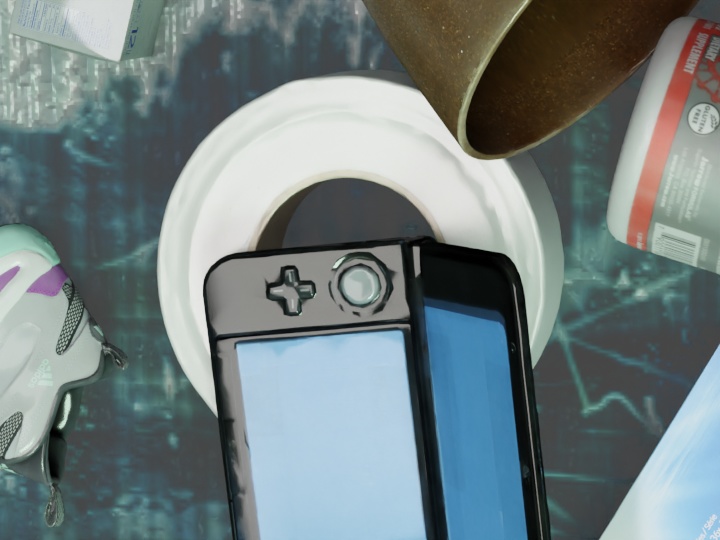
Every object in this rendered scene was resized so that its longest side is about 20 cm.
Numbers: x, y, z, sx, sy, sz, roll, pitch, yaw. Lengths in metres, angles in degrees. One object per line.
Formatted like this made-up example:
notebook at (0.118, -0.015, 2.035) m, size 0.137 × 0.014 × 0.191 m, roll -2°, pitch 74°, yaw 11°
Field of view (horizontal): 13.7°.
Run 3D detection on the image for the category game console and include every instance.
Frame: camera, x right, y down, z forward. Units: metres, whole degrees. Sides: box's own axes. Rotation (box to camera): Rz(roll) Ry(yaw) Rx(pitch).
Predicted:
game console at (0.008, 0.091, 1.434) m, size 0.175 × 0.116 × 0.201 m, roll -5°, pitch 97°, yaw 11°

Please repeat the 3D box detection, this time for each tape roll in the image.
tape roll at (0.000, 0.000, 1.521) m, size 0.201 × 0.071 × 0.203 m, roll 1°, pitch 97°, yaw 11°

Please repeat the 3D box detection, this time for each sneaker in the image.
sneaker at (-0.209, 0.086, 1.572) m, size 0.200 × 0.078 × 0.140 m, roll -40°, pitch 86°, yaw 14°

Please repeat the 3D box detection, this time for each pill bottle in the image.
pill bottle at (0.228, -0.041, 1.444) m, size 0.199 × 0.116 × 0.116 m, roll 18°, pitch 100°, yaw 9°

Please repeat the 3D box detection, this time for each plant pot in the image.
plant pot at (0.052, -0.189, 1.446) m, size 0.187 × 0.187 × 0.200 m, roll -47°, pitch 71°, yaw 13°

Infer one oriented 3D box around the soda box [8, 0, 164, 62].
soda box at (-0.120, -0.210, 1.524) m, size 0.063 × 0.068 × 0.201 m, roll 15°, pitch 100°, yaw 9°

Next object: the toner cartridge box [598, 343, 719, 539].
toner cartridge box at (0.179, 0.128, 1.510) m, size 0.095 × 0.043 × 0.200 m, roll 31°, pitch 102°, yaw 8°
